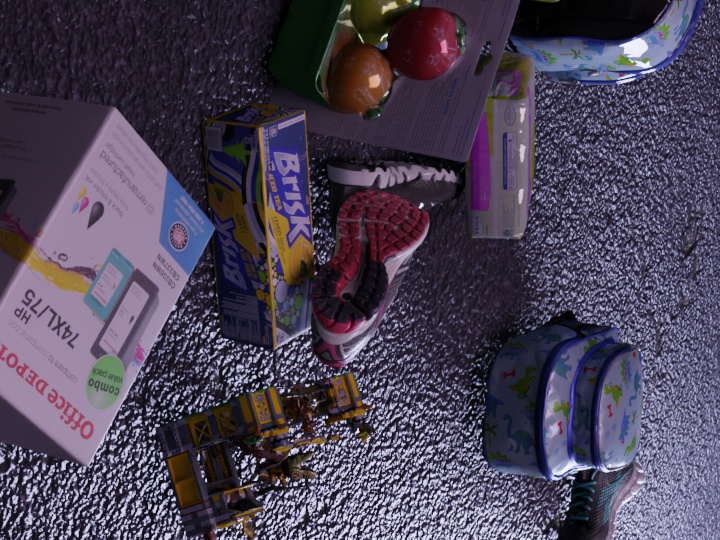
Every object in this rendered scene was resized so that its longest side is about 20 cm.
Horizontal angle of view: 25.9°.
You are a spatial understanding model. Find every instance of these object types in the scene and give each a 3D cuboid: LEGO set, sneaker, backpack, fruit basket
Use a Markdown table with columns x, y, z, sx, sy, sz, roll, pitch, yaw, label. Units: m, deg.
| x | y | z | sx | sy | sz | roll | pitch | yaw | label |
| --- | --- | --- | --- | --- | --- | --- | --- | --- | --- |
| -0.074 | 0.165 | 1.345 | 0.200 | 0.154 | 0.116 | 1 | 71 | -68 | LEGO set |
| 0.030 | -0.065 | 1.533 | 0.200 | 0.066 | 0.091 | -4 | 105 | -54 | sneaker |
| 0.000 | 0.000 | 1.402 | 0.200 | 0.081 | 0.075 | -58 | 166 | -45 | sneaker |
| 0.300 | 0.297 | 2.060 | 0.200 | 0.078 | 0.091 | -53 | 123 | -41 | sneaker |
| 0.271 | -0.296 | 1.715 | 0.147 | 0.200 | 0.183 | 42 | 63 | -53 | backpack |
| 0.239 | 0.153 | 1.826 | 0.200 | 0.147 | 0.183 | -10 | 104 | -53 | backpack |
| 0.030 | -0.192 | 1.372 | 0.094 | 0.200 | 0.186 | 53 | 53 | -67 | fruit basket |

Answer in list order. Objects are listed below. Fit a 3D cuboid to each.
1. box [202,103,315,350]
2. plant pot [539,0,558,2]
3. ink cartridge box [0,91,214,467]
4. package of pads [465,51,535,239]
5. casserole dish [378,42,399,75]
| x | y | z | sx | sy | sz | roll | pitch | yaw | label |
| --- | --- | --- | --- | --- | --- | --- | --- | --- | --- |
| -0.086 | -0.039 | 1.356 | 0.070 | 0.064 | 0.200 | -29 | 123 | -51 | box |
| 0.159 | -0.371 | 1.541 | 0.200 | 0.200 | 0.193 | 2 | 103 | -57 | plant pot |
| -0.228 | 0.004 | 1.068 | 0.147 | 0.146 | 0.200 | 53 | 55 | -49 | ink cartridge box |
| 0.145 | -0.137 | 1.628 | 0.200 | 0.068 | 0.155 | -68 | 157 | -69 | package of pads |
| 0.037 | -0.260 | 1.511 | 0.121 | 0.039 | 0.200 | -29 | 122 | -51 | casserole dish |
